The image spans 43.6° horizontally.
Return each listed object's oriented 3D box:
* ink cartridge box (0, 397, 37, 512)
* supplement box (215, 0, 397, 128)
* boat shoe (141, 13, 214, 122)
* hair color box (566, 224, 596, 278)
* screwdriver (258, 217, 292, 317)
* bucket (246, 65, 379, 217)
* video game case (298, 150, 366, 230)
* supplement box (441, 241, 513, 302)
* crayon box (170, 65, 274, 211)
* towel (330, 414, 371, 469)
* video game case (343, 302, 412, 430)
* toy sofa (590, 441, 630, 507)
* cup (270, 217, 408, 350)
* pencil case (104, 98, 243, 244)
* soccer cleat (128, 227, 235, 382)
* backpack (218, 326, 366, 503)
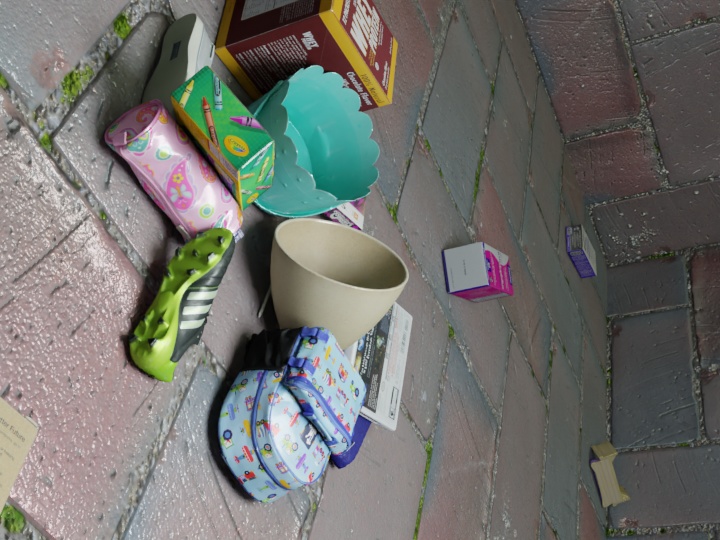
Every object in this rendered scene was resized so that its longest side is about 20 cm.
[{"bbox_3d":[-0.365,0.139,0.692,0.200,0.075,0.166,57,31,-37],"label":"ink cartridge box"},{"bbox_3d":[-0.076,-0.339,1.369,0.197,0.199,0.134,49,38,-46],"label":"supplement box"},{"bbox_3d":[-0.224,-0.245,1.167,0.072,0.070,0.202,49,36,-43],"label":"boat shoe"},{"bbox_3d":[0.812,-0.069,3.311,0.200,0.064,0.110,50,37,-49],"label":"hair color box"},{"bbox_3d":[-0.117,-0.008,1.341,0.028,0.029,0.201,58,31,-37],"label":"screwdriver"},{"bbox_3d":[-0.085,-0.179,1.316,0.206,0.134,0.209,22,60,-44],"label":"bucket"},{"bbox_3d":[-0.053,-0.188,1.509,0.181,0.036,0.201,40,43,-36],"label":"video game case"},{"bbox_3d":[0.274,0.007,2.086,0.200,0.103,0.102,18,62,-64],"label":"supplement box"},{"bbox_3d":[-0.165,-0.155,1.103,0.119,0.058,0.200,48,-11,3],"label":"crayon box"},{"bbox_3d":[-0.047,0.187,1.393,0.201,0.049,0.148,65,35,-28],"label":"towel"},{"bbox_3d":[0.025,0.136,1.442,0.182,0.023,0.201,41,54,-54],"label":"video game case"},{"bbox_3d":[0.817,0.679,2.994,0.083,0.097,0.201,-105,175,-72],"label":"toy sofa"},{"bbox_3d":[-0.047,0.034,1.295,0.200,0.199,0.144,-40,154,-62],"label":"cup"},{"bbox_3d":[-0.222,-0.109,1.097,0.201,0.087,0.088,59,31,-38],"label":"pencil case"},{"bbox_3d":[-0.205,0.037,1.071,0.201,0.067,0.081,-62,150,-28],"label":"soccer cleat"},{"bbox_3d":[-0.093,0.195,1.184,0.183,0.134,0.201,62,32,-30],"label":"backpack"}]
